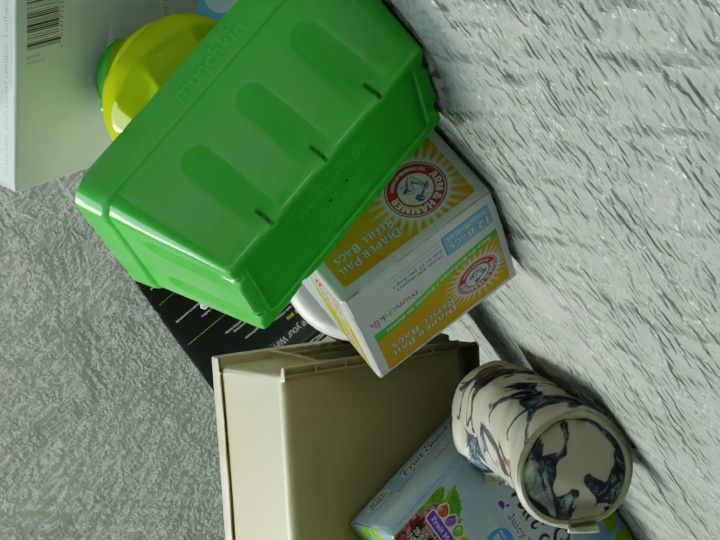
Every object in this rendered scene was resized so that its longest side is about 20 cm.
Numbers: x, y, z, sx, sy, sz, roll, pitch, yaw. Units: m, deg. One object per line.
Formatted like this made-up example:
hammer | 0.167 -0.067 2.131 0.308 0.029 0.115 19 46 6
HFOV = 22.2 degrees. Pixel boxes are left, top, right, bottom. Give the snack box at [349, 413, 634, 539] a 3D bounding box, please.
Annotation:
snack box | 0.111 0.210 1.403 0.067 0.169 0.201 7 135 56

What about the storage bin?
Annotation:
storage bin | -0.001 0.157 1.421 0.093 0.197 0.202 2 97 54

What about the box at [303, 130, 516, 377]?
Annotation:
box | -0.010 -0.053 1.122 0.200 0.112 0.102 51 173 31

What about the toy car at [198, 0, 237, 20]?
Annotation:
toy car | -0.190 -0.192 1.349 0.178 0.199 0.184 57 175 -4

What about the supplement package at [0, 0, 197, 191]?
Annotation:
supplement package | -0.189 -0.174 1.121 0.110 0.155 0.201 23 120 33

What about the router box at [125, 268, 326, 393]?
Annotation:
router box | -0.078 -0.003 1.558 0.150 0.200 0.051 53 -173 10

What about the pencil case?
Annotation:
pencil case | 0.120 0.120 1.251 0.200 0.077 0.090 -150 46 -77

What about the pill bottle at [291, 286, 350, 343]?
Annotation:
pill bottle | 0.000 0.000 1.373 0.110 0.109 0.200 53 179 4

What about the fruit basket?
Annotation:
fruit basket | -0.082 -0.093 1.023 0.216 0.215 0.156 52 175 23

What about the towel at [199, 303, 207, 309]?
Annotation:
towel | -0.105 -0.079 1.531 0.031 0.149 0.201 44 -165 -56
